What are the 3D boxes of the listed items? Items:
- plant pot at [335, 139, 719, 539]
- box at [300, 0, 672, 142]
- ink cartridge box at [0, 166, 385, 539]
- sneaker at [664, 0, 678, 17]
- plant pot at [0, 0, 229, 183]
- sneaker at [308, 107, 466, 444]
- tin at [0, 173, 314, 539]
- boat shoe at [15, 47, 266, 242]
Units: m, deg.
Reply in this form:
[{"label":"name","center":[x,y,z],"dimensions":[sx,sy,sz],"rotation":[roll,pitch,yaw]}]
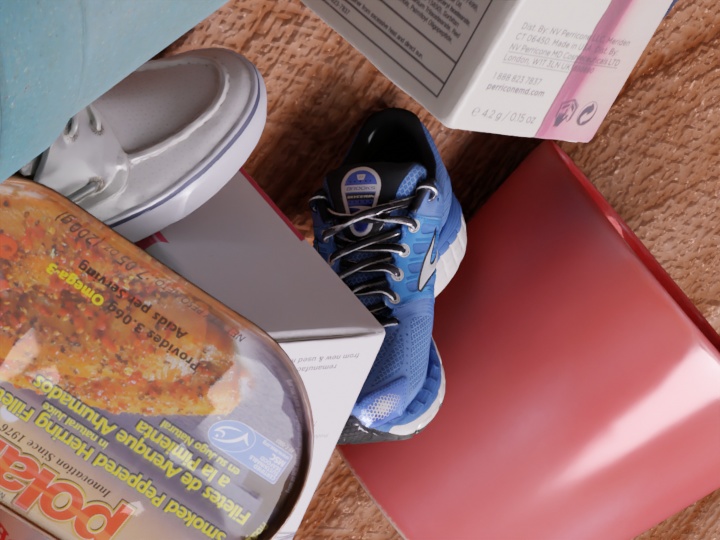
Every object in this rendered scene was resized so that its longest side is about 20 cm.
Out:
[{"label":"plant pot","center":[0.088,0.062,1.409],"dimensions":[0.177,0.201,0.200],"rotation":[-39,148,6]},{"label":"box","center":[0.074,-0.171,1.180],"dimensions":[0.109,0.128,0.200],"rotation":[3,123,-51]},{"label":"ink cartridge box","center":[-0.091,0.065,1.223],"dimensions":[0.083,0.147,0.200],"rotation":[-2,128,-40]},{"label":"sneaker","center":[0.147,-0.136,1.333],"dimensions":[0.146,0.077,0.202],"rotation":[-57,138,-4]},{"label":"plant pot","center":[-0.117,-0.140,0.952],"dimensions":[0.196,0.200,0.200],"rotation":[-35,146,-33]},{"label":"sneaker","center":[0.000,0.000,1.271],"dimensions":[0.078,0.200,0.089],"rotation":[-4,129,12]},{"label":"tin","center":[-0.110,0.041,1.074],"dimensions":[0.200,0.042,0.112],"rotation":[35,84,-19]},{"label":"boat shoe","center":[-0.128,-0.047,1.140],"dimensions":[0.200,0.071,0.070],"rotation":[-27,143,-15]}]
